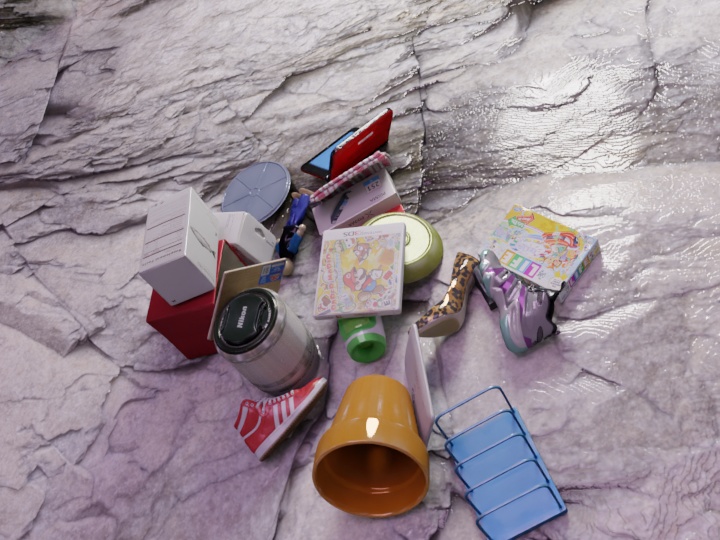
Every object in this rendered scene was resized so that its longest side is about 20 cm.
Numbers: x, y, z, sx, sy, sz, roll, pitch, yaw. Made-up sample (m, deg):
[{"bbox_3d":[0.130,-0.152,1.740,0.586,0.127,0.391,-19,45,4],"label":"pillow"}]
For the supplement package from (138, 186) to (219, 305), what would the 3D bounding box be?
[{"bbox_3d":[-0.375,-0.051,1.666,0.115,0.117,0.203,-20,47,15],"label":"supplement package"}]

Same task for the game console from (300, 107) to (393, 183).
[{"bbox_3d":[-0.035,-0.306,1.867,0.118,0.173,0.199,41,64,17],"label":"game console"}]

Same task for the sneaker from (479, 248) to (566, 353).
[{"bbox_3d":[0.305,0.036,1.452,0.138,0.078,0.203,-23,76,17],"label":"sneaker"}]

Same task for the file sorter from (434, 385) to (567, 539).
[{"bbox_3d":[0.220,0.315,1.294,0.137,0.123,0.202,-29,48,8],"label":"file sorter"}]

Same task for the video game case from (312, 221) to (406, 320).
[{"bbox_3d":[0.000,0.000,1.592,0.178,0.023,0.203,-6,59,18],"label":"video game case"}]

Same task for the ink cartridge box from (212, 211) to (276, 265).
[{"bbox_3d":[-0.317,-0.067,1.851,0.196,0.145,0.089,-1,66,27],"label":"ink cartridge box"}]

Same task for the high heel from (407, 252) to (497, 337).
[{"bbox_3d":[0.160,0.048,1.549,0.197,0.072,0.144,-23,53,-9],"label":"high heel"}]

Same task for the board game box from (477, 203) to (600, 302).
[{"bbox_3d":[0.343,-0.037,1.540,0.199,0.034,0.135,30,75,40],"label":"board game box"}]

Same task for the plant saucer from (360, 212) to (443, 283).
[{"bbox_3d":[0.075,-0.057,1.659,0.195,0.031,0.202,-2,47,2],"label":"plant saucer"}]

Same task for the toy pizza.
[{"bbox_3d":[-0.259,-0.188,1.989,0.197,0.032,0.203,-14,52,19],"label":"toy pizza"}]

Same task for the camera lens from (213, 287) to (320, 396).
[{"bbox_3d":[-0.188,0.144,1.592,0.157,0.201,0.162,-14,51,18],"label":"camera lens"}]

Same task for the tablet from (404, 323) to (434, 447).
[{"bbox_3d":[0.103,0.214,1.435,0.013,0.131,0.203,-2,50,-7],"label":"tablet"}]

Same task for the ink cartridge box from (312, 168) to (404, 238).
[{"bbox_3d":[0.001,-0.116,1.784,0.198,0.045,0.178,-29,47,8],"label":"ink cartridge box"}]

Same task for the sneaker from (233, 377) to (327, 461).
[{"bbox_3d":[-0.162,0.261,1.558,0.112,0.071,0.200,42,83,15],"label":"sneaker"}]

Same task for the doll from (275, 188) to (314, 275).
[{"bbox_3d":[-0.154,-0.086,1.824,0.136,0.048,0.204,-17,55,59],"label":"doll"}]

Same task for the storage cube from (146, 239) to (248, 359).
[{"bbox_3d":[-0.342,0.067,1.755,0.177,0.172,0.203,-13,51,20],"label":"storage cube"}]

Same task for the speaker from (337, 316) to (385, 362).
[{"bbox_3d":[-0.004,0.083,1.613,0.087,0.089,0.202,-24,49,12],"label":"speaker"}]

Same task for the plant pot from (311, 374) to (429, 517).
[{"bbox_3d":[0.023,0.292,1.388,0.197,0.202,0.185,-16,35,18],"label":"plant pot"}]

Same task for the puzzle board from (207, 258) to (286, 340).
[{"bbox_3d":[-0.235,0.055,1.655,0.017,0.199,0.153,26,112,25],"label":"puzzle board"}]

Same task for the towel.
[{"bbox_3d":[-0.020,-0.207,1.808,0.198,0.146,0.030,-32,89,10],"label":"towel"}]
